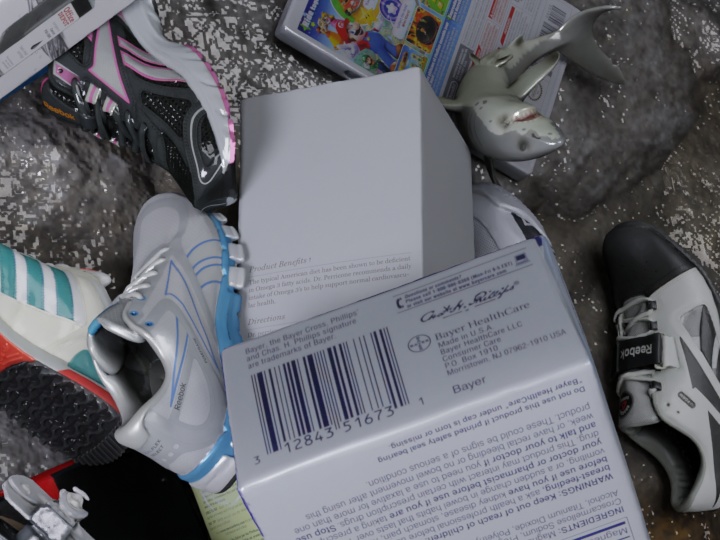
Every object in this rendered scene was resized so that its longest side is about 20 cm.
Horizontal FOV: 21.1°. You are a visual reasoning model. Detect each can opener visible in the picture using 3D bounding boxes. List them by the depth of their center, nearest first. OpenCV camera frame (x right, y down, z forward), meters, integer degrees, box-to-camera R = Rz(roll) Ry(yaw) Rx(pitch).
[{"bbox_3d":[-0.121,0.182,1.012,0.200,0.053,0.067,40,94,-1],"label":"can opener"}]

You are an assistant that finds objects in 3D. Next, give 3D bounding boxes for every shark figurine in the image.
[{"bbox_3d":[0.100,-0.103,1.280,0.215,0.127,0.090,-54,137,-57],"label":"shark figurine"}]

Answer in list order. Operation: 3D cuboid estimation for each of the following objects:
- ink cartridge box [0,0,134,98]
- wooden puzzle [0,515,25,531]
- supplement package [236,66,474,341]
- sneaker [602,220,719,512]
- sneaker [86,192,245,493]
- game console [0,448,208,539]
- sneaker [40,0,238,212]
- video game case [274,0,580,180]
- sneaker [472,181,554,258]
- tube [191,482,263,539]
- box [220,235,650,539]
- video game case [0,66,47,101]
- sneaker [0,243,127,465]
[{"bbox_3d":[-0.232,-0.178,1.100,0.200,0.083,0.147,-40,69,-16],"label":"ink cartridge box"},{"bbox_3d":[-0.149,0.250,1.020,0.199,0.046,0.186,24,62,-11],"label":"wooden puzzle"},{"bbox_3d":[0.000,0.000,1.145,0.116,0.117,0.201,-9,63,18],"label":"supplement package"},{"bbox_3d":[0.199,0.064,1.274,0.088,0.074,0.201,-20,80,-32],"label":"sneaker"},{"bbox_3d":[-0.112,0.025,1.076,0.086,0.075,0.201,22,36,-34],"label":"sneaker"},{"bbox_3d":[-0.148,0.208,1.084,0.176,0.031,0.201,-22,82,-36],"label":"game console"},{"bbox_3d":[-0.141,-0.102,1.141,0.086,0.081,0.200,-24,53,-18],"label":"sneaker"},{"bbox_3d":[0.050,-0.168,1.315,0.199,0.018,0.144,29,62,-17],"label":"video game case"},{"bbox_3d":[0.071,0.044,1.219,0.114,0.075,0.201,-10,79,-31],"label":"sneaker"},{"bbox_3d":[-0.042,0.190,1.100,0.058,0.052,0.201,-22,83,0],"label":"tube"},{"bbox_3d":[0.046,0.110,1.015,0.183,0.201,0.105,-19,41,4],"label":"box"},{"bbox_3d":[-0.245,-0.209,1.195,0.143,0.018,0.200,-37,90,-32],"label":"video game case"},{"bbox_3d":[-0.197,0.021,1.115,0.200,0.070,0.093,40,39,-3],"label":"sneaker"}]
